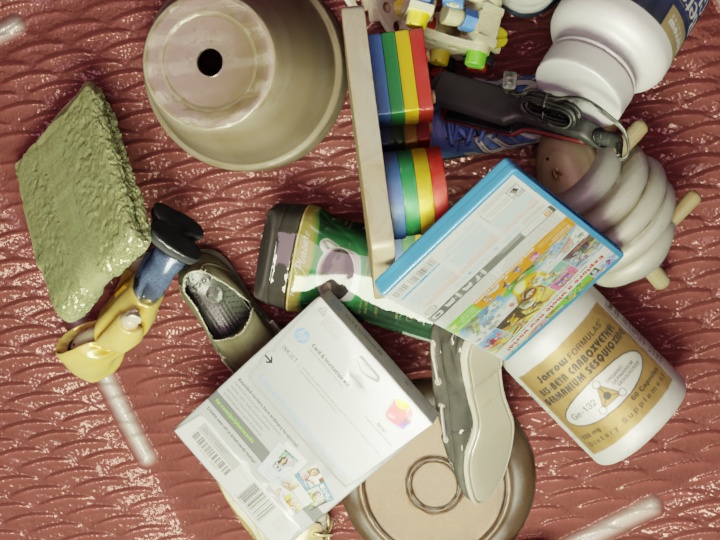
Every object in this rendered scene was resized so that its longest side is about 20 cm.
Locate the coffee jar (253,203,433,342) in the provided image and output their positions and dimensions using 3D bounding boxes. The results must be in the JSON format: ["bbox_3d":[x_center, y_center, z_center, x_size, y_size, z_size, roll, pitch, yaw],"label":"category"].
[{"bbox_3d":[0.000,0.000,1.152,0.198,0.085,0.105,12,101,4],"label":"coffee jar"}]

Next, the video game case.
[{"bbox_3d":[0.119,-0.002,0.984,0.143,0.200,0.018,-44,51,15],"label":"video game case"}]

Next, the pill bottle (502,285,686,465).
[{"bbox_3d":[0.196,0.073,1.124,0.200,0.114,0.114,45,99,0],"label":"pill bottle"}]

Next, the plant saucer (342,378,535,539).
[{"bbox_3d":[0.074,0.209,1.197,0.198,0.032,0.202,1,97,8],"label":"plant saucer"}]

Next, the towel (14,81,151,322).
[{"bbox_3d":[-0.265,-0.067,1.147,0.148,0.036,0.201,-41,58,30],"label":"towel"}]

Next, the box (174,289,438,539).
[{"bbox_3d":[-0.052,0.141,1.123,0.200,0.041,0.156,-43,89,17],"label":"box"}]

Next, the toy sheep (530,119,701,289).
[{"bbox_3d":[0.229,-0.055,1.100,0.138,0.138,0.200,-41,110,9],"label":"toy sheep"}]

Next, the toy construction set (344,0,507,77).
[{"bbox_3d":[0.056,-0.226,1.082,0.130,0.200,0.093,14,101,-29],"label":"toy construction set"}]

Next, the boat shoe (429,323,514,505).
[{"bbox_3d":[0.101,0.127,1.129,0.057,0.067,0.201,27,134,44],"label":"boat shoe"}]

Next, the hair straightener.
[{"bbox_3d":[0.140,-0.134,1.030,0.199,0.077,0.041,25,82,33],"label":"hair straightener"}]

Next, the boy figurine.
[{"bbox_3d":[-0.226,0.027,1.172,0.064,0.125,0.200,31,119,-22],"label":"boy figurine"}]

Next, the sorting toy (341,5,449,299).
[{"bbox_3d":[0.032,-0.094,1.019,0.069,0.200,0.200,-7,78,0],"label":"sorting toy"}]

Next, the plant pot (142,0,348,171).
[{"bbox_3d":[-0.118,-0.186,1.101,0.198,0.174,0.202,1,98,6],"label":"plant pot"}]

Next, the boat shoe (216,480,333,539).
[{"bbox_3d":[-0.063,0.258,1.196,0.069,0.074,0.201,-36,91,15],"label":"boat shoe"}]

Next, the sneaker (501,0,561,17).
[{"bbox_3d":[0.178,-0.320,1.062,0.080,0.146,0.201,25,99,3],"label":"sneaker"}]

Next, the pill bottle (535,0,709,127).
[{"bbox_3d":[0.234,-0.226,1.046,0.111,0.111,0.201,33,70,2],"label":"pill bottle"}]

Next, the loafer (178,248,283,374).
[{"bbox_3d":[-0.115,0.069,1.182,0.075,0.070,0.200,-41,91,9],"label":"loafer"}]

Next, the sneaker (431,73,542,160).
[{"bbox_3d":[0.127,-0.149,1.124,0.199,0.077,0.076,-14,97,10],"label":"sneaker"}]
